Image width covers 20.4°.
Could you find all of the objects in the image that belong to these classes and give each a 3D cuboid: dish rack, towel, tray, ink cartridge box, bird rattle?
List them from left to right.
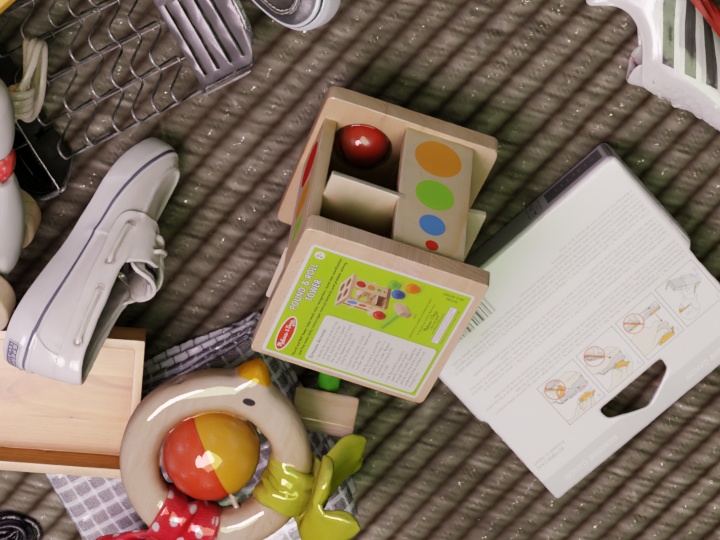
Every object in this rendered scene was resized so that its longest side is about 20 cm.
[{"bbox_3d":[-0.249,0.083,1.366,0.199,0.037,0.099,5,104,-4],"label":"tray"},{"bbox_3d":[-0.177,-0.153,1.336,0.199,0.055,0.154,-24,108,22],"label":"dish rack"},{"bbox_3d":[-0.122,0.146,1.443,0.199,0.086,0.166,-28,107,6],"label":"towel"},{"bbox_3d":[-0.096,0.143,1.355,0.199,0.113,0.164,-18,108,14],"label":"bird rattle"},{"bbox_3d":[0.158,0.038,1.444,0.200,0.044,0.174,-41,107,10],"label":"ink cartridge box"}]

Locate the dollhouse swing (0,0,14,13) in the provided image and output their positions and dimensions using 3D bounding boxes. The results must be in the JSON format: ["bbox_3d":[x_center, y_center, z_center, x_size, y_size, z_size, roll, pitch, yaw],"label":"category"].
[{"bbox_3d":[-0.330,-0.192,1.243,0.182,0.176,0.200,-37,95,-34],"label":"dollhouse swing"}]

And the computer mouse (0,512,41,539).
[{"bbox_3d":[-0.297,0.285,1.500,0.140,0.046,0.201,-7,109,-2],"label":"computer mouse"}]

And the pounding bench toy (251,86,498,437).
[{"bbox_3d":[0.000,0.000,1.376,0.124,0.156,0.200,17,135,-9],"label":"pounding bench toy"}]

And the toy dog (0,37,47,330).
[{"bbox_3d":[-0.265,-0.055,1.294,0.096,0.132,0.201,9,120,2],"label":"toy dog"}]

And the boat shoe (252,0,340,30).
[{"bbox_3d":[-0.088,-0.237,1.284,0.072,0.071,0.200,-34,88,34],"label":"boat shoe"}]

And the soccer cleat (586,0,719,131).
[{"bbox_3d":[0.231,-0.136,1.382,0.085,0.069,0.200,-31,104,16],"label":"soccer cleat"}]

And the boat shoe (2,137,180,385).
[{"bbox_3d":[-0.163,-0.006,1.342,0.065,0.200,0.072,23,141,11],"label":"boat shoe"}]
